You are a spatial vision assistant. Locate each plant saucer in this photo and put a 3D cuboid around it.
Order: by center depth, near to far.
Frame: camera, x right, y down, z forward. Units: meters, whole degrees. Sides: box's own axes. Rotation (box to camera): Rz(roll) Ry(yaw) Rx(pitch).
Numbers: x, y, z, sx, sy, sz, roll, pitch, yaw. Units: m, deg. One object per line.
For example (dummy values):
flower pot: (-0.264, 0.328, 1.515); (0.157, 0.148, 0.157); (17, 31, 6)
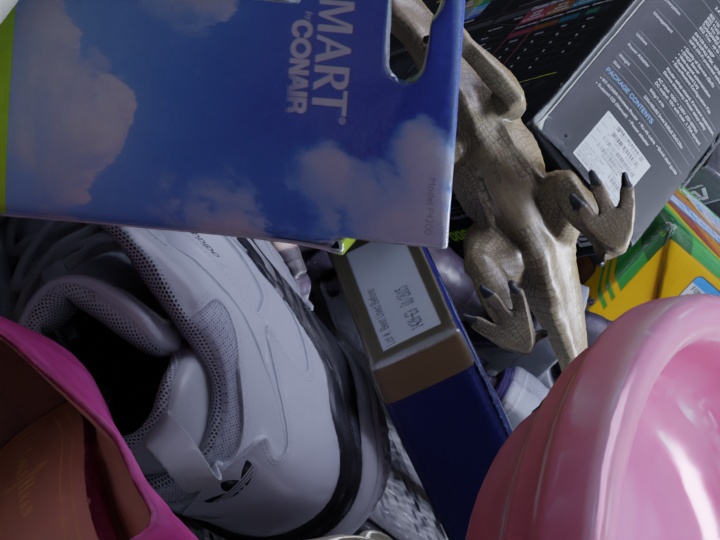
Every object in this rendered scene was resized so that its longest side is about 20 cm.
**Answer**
plant saucer: (0.077, 0.107, 0.714); (0.201, 0.051, 0.201); (26, 61, -59)

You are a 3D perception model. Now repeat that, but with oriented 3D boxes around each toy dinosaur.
toy dinosaur: (0.049, -0.013, 0.839); (0.101, 0.058, 0.200); (-114, 178, -76)

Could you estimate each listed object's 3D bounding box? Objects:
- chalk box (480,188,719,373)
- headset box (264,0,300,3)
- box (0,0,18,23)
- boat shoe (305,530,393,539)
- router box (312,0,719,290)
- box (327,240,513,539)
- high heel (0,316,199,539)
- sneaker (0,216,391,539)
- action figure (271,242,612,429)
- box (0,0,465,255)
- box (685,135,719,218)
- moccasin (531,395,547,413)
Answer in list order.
chalk box: (0.101, 0.027, 1.132); (0.125, 0.124, 0.200); (38, 12, -20)
headset box: (-0.093, -0.145, 0.554); (0.200, 0.093, 0.174); (45, 24, 29)
box: (-0.164, -0.052, 0.559); (0.128, 0.109, 0.200); (41, 12, -2)
boat shoe: (-0.007, 0.093, 0.672); (0.071, 0.063, 0.200); (41, 10, 4)
router box: (0.065, -0.067, 1.069); (0.062, 0.150, 0.200); (49, -28, -18)
box: (0.045, 0.080, 0.855); (0.200, 0.032, 0.121); (63, 2, -24)
high heel: (-0.074, 0.052, 0.580); (0.096, 0.067, 0.200); (50, -5, -6)
sneaker: (-0.077, -0.007, 0.773); (0.200, 0.075, 0.115); (50, 10, 21)
action figure: (0.000, 0.000, 0.965); (0.200, 0.069, 0.130); (41, 46, -14)
box: (-0.072, -0.072, 0.679); (0.200, 0.122, 0.048); (5, 8, 7)
box: (0.143, -0.003, 1.274); (0.158, 0.048, 0.200); (36, -30, -26)
moccasin: (0.119, 0.110, 0.839); (0.074, 0.078, 0.201); (-110, 176, -76)
